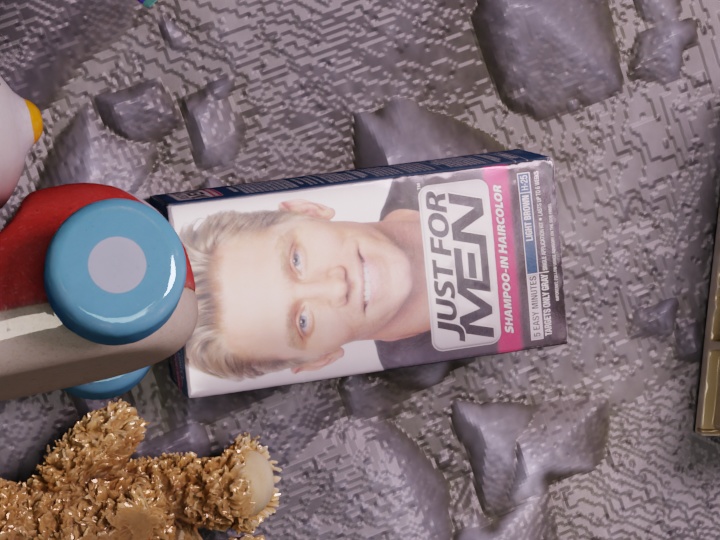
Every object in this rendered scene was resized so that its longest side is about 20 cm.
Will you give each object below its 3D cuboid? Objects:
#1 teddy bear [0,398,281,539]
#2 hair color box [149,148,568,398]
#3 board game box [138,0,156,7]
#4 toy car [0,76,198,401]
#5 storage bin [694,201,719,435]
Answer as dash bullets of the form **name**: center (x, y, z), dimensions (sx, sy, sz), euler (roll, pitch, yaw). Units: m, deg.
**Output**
- **teddy bear**: center (-0.131, 0.137, 1.078), dimensions (0.200, 0.067, 0.145), euler (-20, 111, -17)
- **hair color box**: center (0.000, 0.000, 1.087), dimensions (0.200, 0.061, 0.100), euler (-8, 99, -12)
- **board game box**: center (-0.113, -0.237, 0.977), dimensions (0.152, 0.045, 0.200), euler (35, 50, -16)
- **toy car**: center (-0.178, -0.040, 0.994), dimensions (0.177, 0.184, 0.200), euler (-12, 80, -12)
- **storage bin**: center (0.299, 0.002, 1.146), dimensions (0.200, 0.094, 0.199), euler (3, 96, -14)
